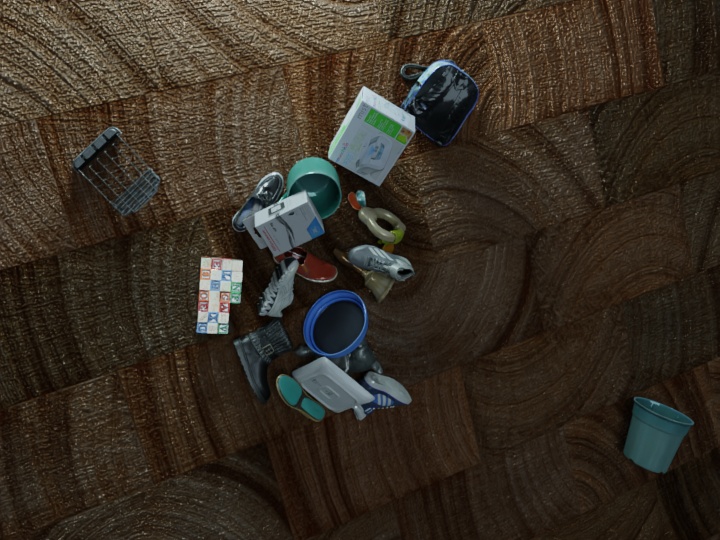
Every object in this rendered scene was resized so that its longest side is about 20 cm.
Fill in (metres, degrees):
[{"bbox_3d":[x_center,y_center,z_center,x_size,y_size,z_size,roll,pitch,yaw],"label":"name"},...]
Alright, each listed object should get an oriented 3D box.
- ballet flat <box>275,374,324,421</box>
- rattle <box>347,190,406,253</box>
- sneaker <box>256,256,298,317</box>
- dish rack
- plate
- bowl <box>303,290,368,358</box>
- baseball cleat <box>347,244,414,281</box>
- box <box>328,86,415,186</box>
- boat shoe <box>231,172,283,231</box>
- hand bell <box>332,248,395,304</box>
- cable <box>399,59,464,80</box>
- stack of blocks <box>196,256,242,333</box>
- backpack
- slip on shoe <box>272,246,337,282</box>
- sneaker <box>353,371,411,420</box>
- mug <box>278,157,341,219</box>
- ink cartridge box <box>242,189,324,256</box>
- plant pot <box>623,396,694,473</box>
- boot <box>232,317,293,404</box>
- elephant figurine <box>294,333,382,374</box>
[{"bbox_3d":[-0.186,0.374,1.675,0.200,0.062,0.069,48,57,-24],"label":"ballet flat"},{"bbox_3d":[0.028,-0.128,1.727,0.197,0.144,0.132,28,54,-2],"label":"rattle"},{"bbox_3d":[-0.218,0.049,1.626,0.080,0.076,0.202,21,117,-25],"label":"sneaker"},{"bbox_3d":[-0.629,-0.253,1.506,0.153,0.054,0.201,-44,107,-7],"label":"dish rack"},{"bbox_3d":[-0.086,0.338,1.651,0.199,0.198,0.033,42,51,-15],"label":"plate"},{"bbox_3d":[-0.067,0.154,1.648,0.201,0.200,0.040,-47,141,-7],"label":"bowl"},{"bbox_3d":[0.063,-0.021,1.645,0.195,0.107,0.071,8,108,-16],"label":"baseball cleat"},{"bbox_3d":[0.031,-0.374,1.623,0.174,0.098,0.201,25,127,-17],"label":"box"},{"bbox_3d":[-0.283,-0.191,1.607,0.070,0.066,0.200,45,82,-15],"label":"boat shoe"},{"bbox_3d":[0.000,0.000,1.710,0.198,0.104,0.105,35,85,-5],"label":"hand bell"},{"bbox_3d":[0.219,-0.598,1.732,0.195,0.050,0.100,10,96,-18],"label":"cable"},{"bbox_3d":[-0.390,0.069,1.601,0.112,0.058,0.206,4,93,-17],"label":"stack of blocks"},{"bbox_3d":[0.231,-0.496,1.678,0.181,0.148,0.201,33,112,-17],"label":"backpack"},{"bbox_3d":[-0.154,-0.021,1.654,0.196,0.061,0.076,23,57,-16],"label":"slip on shoe"},{"bbox_3d":[0.047,0.399,1.763,0.198,0.081,0.147,30,107,-33],"label":"sneaker"},{"bbox_3d":[-0.146,-0.234,1.609,0.180,0.116,0.155,-2,130,-7],"label":"mug"},{"bbox_3d":[-0.209,-0.118,1.566,0.196,0.067,0.117,-25,129,7],"label":"ink cartridge box"},{"bbox_3d":[1.018,0.576,2.009,0.196,0.200,0.201,15,98,-17],"label":"plant pot"},{"bbox_3d":[-0.257,0.258,1.646,0.155,0.079,0.216,-22,100,-14],"label":"boot"},{"bbox_3d":[-0.066,0.262,1.686,0.197,0.155,0.143,-32,125,-7],"label":"elephant figurine"}]
